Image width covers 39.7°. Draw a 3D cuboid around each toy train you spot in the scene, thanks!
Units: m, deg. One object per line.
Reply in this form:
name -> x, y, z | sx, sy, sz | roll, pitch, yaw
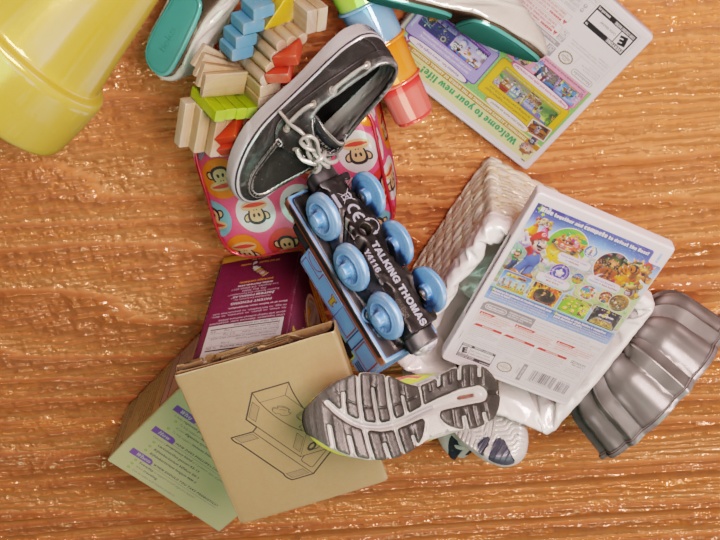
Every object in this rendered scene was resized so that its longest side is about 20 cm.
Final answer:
toy train -> 0.000, 0.000, 0.943 | 0.202, 0.086, 0.114 | 57, 146, 9

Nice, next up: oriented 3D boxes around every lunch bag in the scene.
lunch bag -> -0.067, -0.112, 1.010 | 0.196, 0.083, 0.179 | -8, 123, 10

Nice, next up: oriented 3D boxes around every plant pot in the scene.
plant pot -> -0.278, -0.239, 0.883 | 0.188, 0.202, 0.201 | -39, 115, 11

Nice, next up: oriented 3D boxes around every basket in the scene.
basket -> 0.163, 0.021, 1.036 | 0.195, 0.162, 0.201 | 24, 123, -13

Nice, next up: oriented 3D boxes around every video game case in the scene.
video game case -> 0.180, 0.029, 0.935 | 0.141, 0.018, 0.202 | 21, 122, -10
video game case -> 0.147, -0.219, 0.960 | 0.198, 0.022, 0.182 | 33, 120, -18

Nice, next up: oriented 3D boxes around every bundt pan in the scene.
bundt pan -> 0.298, 0.101, 1.072 | 0.076, 0.202, 0.203 | 41, 120, 5

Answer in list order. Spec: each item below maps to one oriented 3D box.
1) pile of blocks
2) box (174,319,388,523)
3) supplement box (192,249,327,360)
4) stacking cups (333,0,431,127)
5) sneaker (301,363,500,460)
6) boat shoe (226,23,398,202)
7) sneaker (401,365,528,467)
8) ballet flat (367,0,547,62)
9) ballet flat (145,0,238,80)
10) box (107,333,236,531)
pile of blocks -> -0.097, -0.182, 0.899 | 0.081, 0.062, 0.202 | 14, 113, -52
box -> -0.073, 0.153, 0.981 | 0.160, 0.021, 0.203 | -16, 121, 3
supplement box -> -0.100, 0.084, 1.073 | 0.101, 0.202, 0.133 | -9, 125, 10
stacking cups -> 0.009, -0.227, 0.919 | 0.060, 0.061, 0.203 | -20, 110, 17
sneaker -> 0.032, 0.138, 0.950 | 0.196, 0.080, 0.090 | -2, 168, -25
boat shoe -> -0.042, -0.126, 0.897 | 0.199, 0.069, 0.073 | -42, 142, 13
sneaker -> 0.135, 0.180, 1.145 | 0.080, 0.198, 0.130 | -45, 132, -14
ballet flat -> 0.092, -0.246, 0.889 | 0.196, 0.070, 0.070 | 15, 125, -22
ballet flat -> -0.133, -0.262, 0.920 | 0.069, 0.070, 0.201 | 29, 121, -15
box -> -0.174, 0.190, 1.213 | 0.175, 0.097, 0.200 | 37, 120, -19
